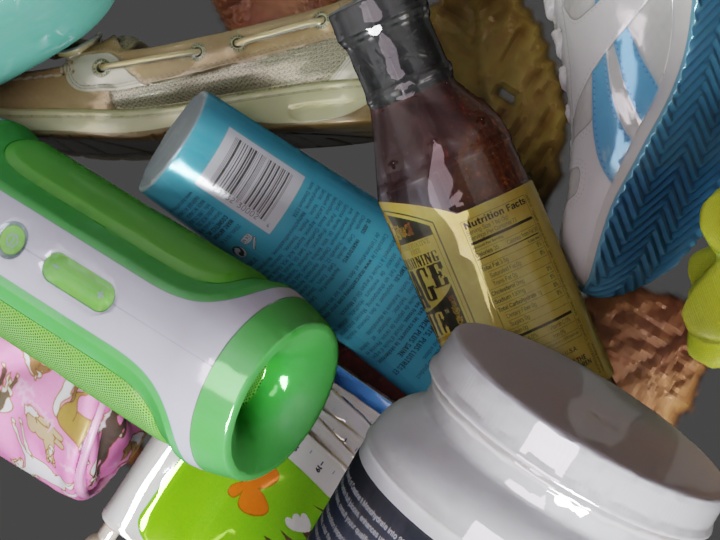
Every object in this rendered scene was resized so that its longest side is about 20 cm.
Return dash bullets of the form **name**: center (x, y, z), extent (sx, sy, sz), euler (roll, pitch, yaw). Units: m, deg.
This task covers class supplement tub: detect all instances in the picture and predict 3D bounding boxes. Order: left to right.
- **supplement tub**: center (0.040, 0.137, 1.099), extent (0.140, 0.140, 0.201), euler (33, 103, 15)

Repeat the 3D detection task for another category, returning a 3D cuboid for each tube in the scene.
- **tube**: center (0.000, 0.000, 1.215), extent (0.199, 0.050, 0.078), euler (35, 109, -13)

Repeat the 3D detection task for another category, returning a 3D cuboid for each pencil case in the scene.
- **pencil case**: center (-0.183, 0.023, 1.289), extent (0.199, 0.083, 0.087), euler (29, 94, 17)

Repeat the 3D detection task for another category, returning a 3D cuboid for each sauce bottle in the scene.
- **sauce bottle**: center (0.044, -0.022, 1.177), extent (0.066, 0.066, 0.201), euler (-24, 90, 19)

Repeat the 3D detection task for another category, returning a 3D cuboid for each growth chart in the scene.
- **growth chart**: center (-0.014, 0.119, 1.202), extent (0.199, 0.018, 0.145), euler (30, 101, 17)

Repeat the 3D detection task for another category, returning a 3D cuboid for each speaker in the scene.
- **speaker**: center (-0.107, 0.008, 1.185), extent (0.199, 0.088, 0.089), euler (30, 102, 27)

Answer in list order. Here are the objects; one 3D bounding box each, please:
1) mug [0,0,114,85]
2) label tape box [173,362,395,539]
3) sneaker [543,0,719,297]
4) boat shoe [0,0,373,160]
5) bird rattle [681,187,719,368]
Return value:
- **mug**: center (-0.173, -0.172, 1.218), extent (0.114, 0.152, 0.186), euler (-26, 65, 14)
- **label tape box**: center (-0.013, 0.149, 1.245), extent (0.144, 0.063, 0.201), euler (34, 101, 15)
- **sneaker**: center (0.118, -0.088, 1.189), extent (0.081, 0.076, 0.201), euler (23, 105, 40)
- **boat shoe**: center (-0.077, -0.086, 1.254), extent (0.199, 0.073, 0.064), euler (-3, 84, 17)
- **bird rattle**: center (0.229, 0.000, 1.155), extent (0.199, 0.113, 0.164), euler (-29, 95, 5)
